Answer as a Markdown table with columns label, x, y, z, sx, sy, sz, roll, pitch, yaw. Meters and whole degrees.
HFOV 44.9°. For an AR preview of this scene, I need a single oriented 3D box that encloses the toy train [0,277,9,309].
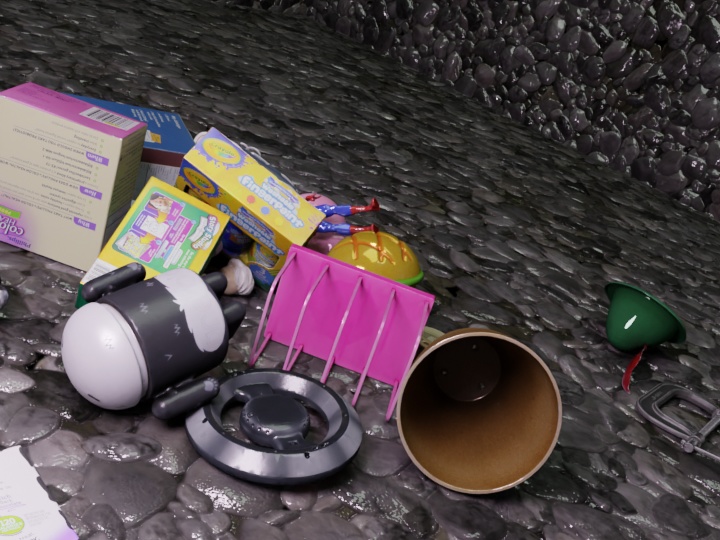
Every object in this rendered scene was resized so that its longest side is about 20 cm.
| label | x | y | z | sx | sy | sz | roll | pitch | yaw |
| --- | --- | --- | --- | --- | --- | --- | --- | --- | --- |
| toy train | -0.497 | 0.001 | 0.990 | 0.199 | 0.086 | 0.114 | 28 | 34 | 20 |

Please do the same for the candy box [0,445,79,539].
| label | x | y | z | sx | sy | sz | roll | pitch | yaw |
| --- | --- | --- | --- | --- | --- | --- | --- | --- | --- |
| candy box | -0.296 | 0.231 | 0.638 | 0.167 | 0.072 | 0.200 | -5 | 33 | -44 |

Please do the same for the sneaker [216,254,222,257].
| label | x | y | z | sx | sy | sz | roll | pitch | yaw |
| --- | --- | --- | --- | --- | --- | --- | --- | --- | --- |
| sneaker | -0.196 | -0.063 | 1.395 | 0.090 | 0.067 | 0.200 | 29 | 24 | 5 |

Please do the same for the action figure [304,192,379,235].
| label | x | y | z | sx | sy | sz | roll | pitch | yaw |
| --- | --- | --- | --- | --- | --- | --- | --- | --- | --- |
| action figure | -0.073 | -0.077 | 1.309 | 0.198 | 0.066 | 0.052 | -3 | -11 | 16 |

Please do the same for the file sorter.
| label | x | y | z | sx | sy | sz | roll | pitch | yaw |
| --- | --- | --- | --- | --- | --- | --- | --- | --- | --- |
| file sorter | -0.026 | 0.082 | 1.102 | 0.199 | 0.140 | 0.126 | 20 | 24 | 2 |

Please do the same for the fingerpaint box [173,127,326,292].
| label | x | y | z | sx | sy | sz | roll | pitch | yaw |
| --- | --- | --- | --- | --- | --- | --- | --- | --- | --- |
| fingerpaint box | -0.169 | -0.080 | 1.242 | 0.200 | 0.167 | 0.073 | 38 | 58 | -2 |

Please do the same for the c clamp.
| label | x | y | z | sx | sy | sz | roll | pitch | yaw |
| --- | --- | --- | --- | --- | --- | --- | --- | --- | --- |
| c clamp | 0.514 | 0.233 | 1.345 | 0.170 | 0.027 | 0.200 | 25 | 24 | 27 |

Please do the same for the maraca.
| label | x | y | z | sx | sy | sz | roll | pitch | yaw |
| --- | --- | --- | --- | --- | --- | --- | --- | --- | --- |
| maraca | 0.000 | 0.000 | 1.234 | 0.199 | 0.108 | 0.137 | -6 | 19 | -39 |

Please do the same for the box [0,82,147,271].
| label | x | y | z | sx | sy | sz | roll | pitch | yaw |
| --- | --- | --- | --- | --- | --- | --- | --- | --- | --- |
| box | -0.405 | -0.126 | 1.185 | 0.175 | 0.201 | 0.097 | 19 | 22 | 1 |

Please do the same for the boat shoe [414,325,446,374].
| label | x | y | z | sx | sy | sz | roll | pitch | yaw |
| --- | --- | --- | --- | --- | --- | --- | --- | --- | --- |
| boat shoe | 0.039 | 0.099 | 1.201 | 0.198 | 0.072 | 0.065 | 13 | 25 | -13 |

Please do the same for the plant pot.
| label | x | y | z | sx | sy | sz | roll | pitch | yaw |
| --- | --- | --- | --- | --- | --- | --- | --- | --- | --- |
| plant pot | 0.139 | 0.146 | 1.072 | 0.185 | 0.188 | 0.200 | 19 | 10 | 1 |

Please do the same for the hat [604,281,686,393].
| label | x | y | z | sx | sy | sz | roll | pitch | yaw |
| --- | --- | --- | --- | --- | --- | --- | --- | --- | --- |
| hat | 0.452 | 0.134 | 1.523 | 0.165 | 0.176 | 0.200 | 32 | -12 | 32 |

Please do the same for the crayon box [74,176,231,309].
| label | x | y | z | sx | sy | sz | roll | pitch | yaw |
| --- | --- | --- | --- | --- | --- | --- | --- | --- | --- |
| crayon box | -0.259 | -0.014 | 1.107 | 0.118 | 0.058 | 0.201 | 27 | 50 | -6 |

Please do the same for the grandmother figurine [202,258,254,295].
| label | x | y | z | sx | sy | sz | roll | pitch | yaw |
| --- | --- | --- | --- | --- | --- | --- | --- | --- | --- |
| grandmother figurine | -0.241 | 0.006 | 1.210 | 0.199 | 0.061 | 0.121 | 8 | 19 | -32 |

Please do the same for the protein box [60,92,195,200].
| label | x | y | z | sx | sy | sz | roll | pitch | yaw |
| --- | --- | --- | --- | --- | --- | --- | --- | --- | --- |
| protein box | -0.381 | -0.174 | 1.396 | 0.199 | 0.136 | 0.199 | 7 | 26 | -28 |

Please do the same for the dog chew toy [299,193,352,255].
| label | x | y | z | sx | sy | sz | roll | pitch | yaw |
| --- | --- | --- | --- | --- | --- | --- | --- | --- | --- |
| dog chew toy | -0.050 | -0.032 | 1.373 | 0.200 | 0.125 | 0.124 | 42 | 31 | 28 |

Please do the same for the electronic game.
| label | x | y | z | sx | sy | sz | roll | pitch | yaw |
| --- | --- | --- | --- | --- | --- | --- | --- | --- | --- |
| electronic game | -0.095 | 0.170 | 0.971 | 0.198 | 0.042 | 0.200 | 8 | 25 | -4 |

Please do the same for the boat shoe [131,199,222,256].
| label | x | y | z | sx | sy | sz | roll | pitch | yaw |
| --- | --- | --- | --- | --- | --- | --- | --- | --- | --- |
| boat shoe | -0.296 | -0.051 | 1.266 | 0.199 | 0.070 | 0.066 | 21 | 51 | 19 |

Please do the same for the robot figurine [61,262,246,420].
| label | x | y | z | sx | sy | sz | roll | pitch | yaw |
| --- | --- | --- | --- | --- | --- | --- | --- | --- | --- |
| robot figurine | -0.226 | 0.072 | 0.956 | 0.199 | 0.126 | 0.150 | -25 | 33 | -37 |

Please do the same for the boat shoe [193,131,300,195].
| label | x | y | z | sx | sy | sz | roll | pitch | yaw |
| --- | --- | --- | --- | --- | --- | --- | --- | --- | --- |
| boat shoe | -0.185 | -0.164 | 1.440 | 0.199 | 0.075 | 0.062 | 29 | 16 | -8 |
